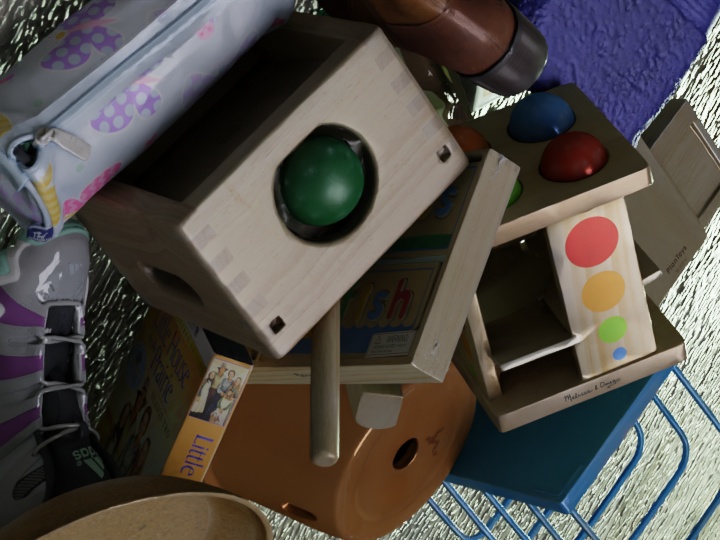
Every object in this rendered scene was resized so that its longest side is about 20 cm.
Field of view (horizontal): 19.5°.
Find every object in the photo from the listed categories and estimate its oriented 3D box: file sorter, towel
[{"bbox_3d":[0.140,0.129,1.464,0.139,0.200,0.123,-51,121,-21],"label":"file sorter"},{"bbox_3d":[0.167,-0.185,1.321,0.148,0.050,0.200,35,85,-35],"label":"towel"}]

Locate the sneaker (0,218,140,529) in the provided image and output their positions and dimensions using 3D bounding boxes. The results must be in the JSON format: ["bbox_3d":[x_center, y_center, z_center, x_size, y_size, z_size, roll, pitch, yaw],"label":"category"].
[{"bbox_3d":[-0.165,0.082,1.172,0.078,0.140,0.200,-7,126,-54],"label":"sneaker"}]

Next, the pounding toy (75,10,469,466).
[{"bbox_3d":[-0.045,-0.026,1.143,0.184,0.200,0.142,-46,121,-16],"label":"pounding toy"}]

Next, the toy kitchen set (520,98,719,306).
[{"bbox_3d":[0.115,-0.052,1.455,0.200,0.180,0.163,-51,121,-23],"label":"toy kitchen set"}]

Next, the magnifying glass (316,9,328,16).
[{"bbox_3d":[-0.049,-0.191,1.202,0.080,0.022,0.200,-55,152,-3],"label":"magnifying glass"}]

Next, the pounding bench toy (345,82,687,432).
[{"bbox_3d":[0.069,-0.003,1.251,0.200,0.124,0.156,-21,123,-7],"label":"pounding bench toy"}]

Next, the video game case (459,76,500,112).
[{"bbox_3d":[0.147,-0.220,1.455,0.200,0.022,0.182,-30,141,-38],"label":"video game case"}]

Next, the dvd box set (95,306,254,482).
[{"bbox_3d":[-0.129,0.109,1.264,0.029,0.146,0.200,19,107,-22],"label":"dvd box set"}]

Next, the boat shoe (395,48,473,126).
[{"bbox_3d":[0.027,-0.106,1.360,0.076,0.072,0.200,-23,160,9],"label":"boat shoe"}]

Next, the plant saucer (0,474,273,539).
[{"bbox_3d":[-0.146,0.167,1.142,0.200,0.035,0.200,-20,149,-13],"label":"plant saucer"}]

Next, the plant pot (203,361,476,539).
[{"bbox_3d":[-0.018,0.087,1.395,0.200,0.140,0.200,-35,143,-31],"label":"plant pot"}]

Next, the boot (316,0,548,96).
[{"bbox_3d":[-0.018,-0.171,1.101,0.200,0.188,0.069,29,102,-46],"label":"boot"}]

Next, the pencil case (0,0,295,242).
[{"bbox_3d":[-0.125,-0.108,1.103,0.200,0.083,0.091,-44,174,-21],"label":"pencil case"}]

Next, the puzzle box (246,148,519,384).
[{"bbox_3d":[0.000,0.000,1.198,0.025,0.200,0.133,32,69,-30],"label":"puzzle box"}]
